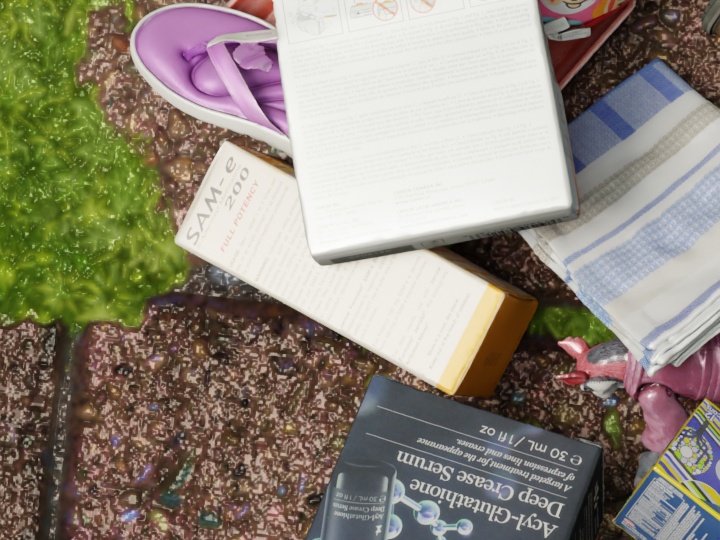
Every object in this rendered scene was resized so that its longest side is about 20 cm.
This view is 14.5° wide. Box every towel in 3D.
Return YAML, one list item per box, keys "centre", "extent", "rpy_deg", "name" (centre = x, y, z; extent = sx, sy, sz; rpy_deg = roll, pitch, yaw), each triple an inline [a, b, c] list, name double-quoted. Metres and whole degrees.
- centre: [0.177, -0.037, 1.693]
  extent: [0.147, 0.024, 0.200]
  rpy_deg: [-38, 45, -4]
  name: "towel"

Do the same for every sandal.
- centre: [-0.048, -0.117, 1.743]
  extent: [0.202, 0.050, 0.083]
  rpy_deg: [28, 59, 11]
  name: "sandal"

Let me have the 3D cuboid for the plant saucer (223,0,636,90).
- centre: [0.040, -0.158, 1.786]
  extent: [0.199, 0.037, 0.200]
  rpy_deg: [43, 95, 12]
  name: "plant saucer"

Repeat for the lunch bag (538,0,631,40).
- centre: [0.102, -0.242, 1.719]
  extent: [0.176, 0.082, 0.200]
  rpy_deg: [-36, 75, -25]
  name: "lunch bag"

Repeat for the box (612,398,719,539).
- centre: [0.250, 0.169, 1.631]
  extent: [0.200, 0.070, 0.064]
  rpy_deg: [38, 141, 6]
  name: "box"

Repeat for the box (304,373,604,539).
- centre: [0.044, 0.187, 1.670]
  extent: [0.147, 0.107, 0.201]
  rpy_deg: [16, 66, 14]
  name: "box"

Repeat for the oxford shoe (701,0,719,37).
- centre: [0.297, -0.190, 1.710]
  extent: [0.199, 0.073, 0.085]
  rpy_deg: [-34, 82, 10]
  name: "oxford shoe"

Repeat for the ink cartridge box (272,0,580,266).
- centre: [0.034, -0.115, 1.666]
  extent: [0.161, 0.050, 0.202]
  rpy_deg: [-10, 79, 9]
  name: "ink cartridge box"

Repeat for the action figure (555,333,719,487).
- centre: [0.215, 0.058, 1.681]
  extent: [0.198, 0.149, 0.135]
  rpy_deg: [-3, 83, -6]
  name: "action figure"

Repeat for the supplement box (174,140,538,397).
- centre: [0.000, 0.000, 1.746]
  extent: [0.199, 0.126, 0.074]
  rpy_deg: [28, 94, 12]
  name: "supplement box"
